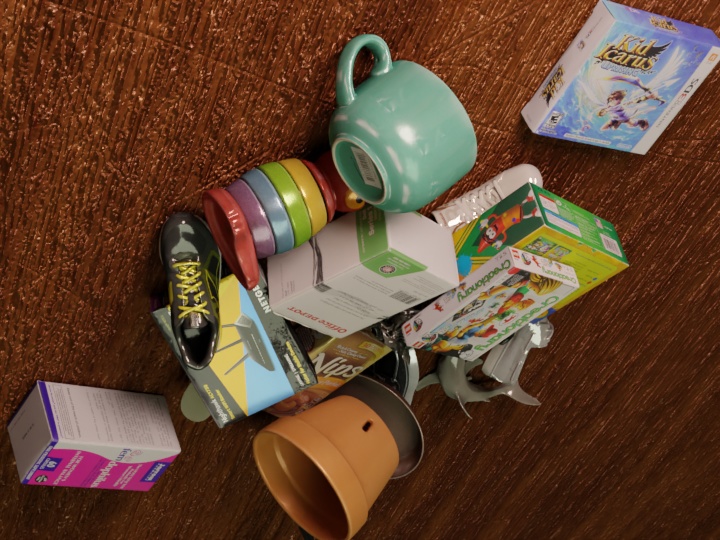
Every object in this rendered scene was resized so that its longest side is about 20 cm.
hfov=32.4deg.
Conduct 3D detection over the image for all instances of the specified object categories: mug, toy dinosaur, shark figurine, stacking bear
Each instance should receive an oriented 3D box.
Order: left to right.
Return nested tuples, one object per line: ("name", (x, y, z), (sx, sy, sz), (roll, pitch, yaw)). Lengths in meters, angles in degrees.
("stacking bear", (-0.075, -0.082, 1.464), (0.199, 0.114, 0.122), (-25, 131, -16))
("mug", (0.027, -0.152, 1.390), (0.114, 0.185, 0.152), (-39, 167, -25))
("toy dinosaur", (0.074, 0.047, 1.694), (0.136, 0.200, 0.102), (-49, 174, -1))
("shark figurine", (0.180, 0.198, 1.972), (0.128, 0.090, 0.214), (-41, 139, 23))

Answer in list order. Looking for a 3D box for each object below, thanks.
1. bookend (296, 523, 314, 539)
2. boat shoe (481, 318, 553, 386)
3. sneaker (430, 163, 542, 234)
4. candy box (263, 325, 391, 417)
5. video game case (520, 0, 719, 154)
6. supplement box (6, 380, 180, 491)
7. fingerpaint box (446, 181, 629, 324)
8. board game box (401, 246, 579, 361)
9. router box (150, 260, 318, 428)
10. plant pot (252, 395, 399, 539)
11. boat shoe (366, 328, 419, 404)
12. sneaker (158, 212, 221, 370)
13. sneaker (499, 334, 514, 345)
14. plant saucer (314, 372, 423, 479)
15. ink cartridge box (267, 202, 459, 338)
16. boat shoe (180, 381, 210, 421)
("bookend", (-0.027, 0.341, 2.026), (0.198, 0.092, 0.200), (-20, 144, -5))
("boat shoe", (0.252, 0.092, 1.860), (0.200, 0.068, 0.072), (-62, 173, 24))
("sneaker", (0.149, -0.070, 1.624), (0.200, 0.073, 0.085), (-41, 151, 23))
("candy box", (-0.067, 0.131, 1.775), (0.200, 0.055, 0.115), (-36, 144, 17))
("video game case", (0.330, -0.236, 1.551), (0.199, 0.046, 0.182), (5, 134, -33))
("supplement box", (-0.363, 0.229, 1.695), (0.200, 0.104, 0.101), (11, 131, -40))
("fingerpaint box", (0.221, -0.019, 1.611), (0.167, 0.074, 0.200), (-36, 144, 31))
("board game box", (0.164, 0.046, 1.584), (0.126, 0.035, 0.200), (15, 138, -39))
("router box", (-0.163, 0.091, 1.613), (0.149, 0.051, 0.200), (-25, 117, 2))
("plant pot", (-0.038, 0.276, 1.791), (0.140, 0.200, 0.200), (-35, 152, -31))
("boat shoe", (0.042, 0.158, 1.864), (0.068, 0.072, 0.200), (-13, 149, -14))
("sneaker", (-0.198, 0.028, 1.501), (0.074, 0.085, 0.201), (-10, 112, -6))
("sneaker", (0.145, 0.066, 1.777), (0.200, 0.098, 0.071), (9, 134, -33))
("plant saucer", (0.010, 0.228, 1.867), (0.032, 0.200, 0.201), (-49, 169, -48))
("ink cartridge box", (0.000, 0.000, 1.560), (0.200, 0.085, 0.146), (-25, 147, 32))
("boat shoe", (-0.175, 0.125, 1.704), (0.200, 0.071, 0.063), (-51, 176, 20))
